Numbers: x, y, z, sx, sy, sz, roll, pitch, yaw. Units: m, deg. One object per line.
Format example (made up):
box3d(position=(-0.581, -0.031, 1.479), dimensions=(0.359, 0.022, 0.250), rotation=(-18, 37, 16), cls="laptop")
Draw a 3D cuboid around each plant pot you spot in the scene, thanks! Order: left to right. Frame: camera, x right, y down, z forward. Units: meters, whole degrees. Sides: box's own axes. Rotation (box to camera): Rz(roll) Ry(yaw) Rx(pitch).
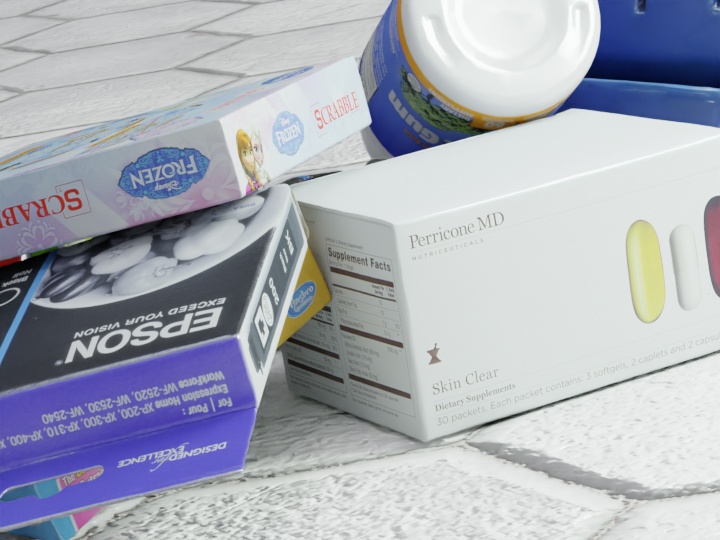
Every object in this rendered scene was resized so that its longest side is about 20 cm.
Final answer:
box3d(position=(0.234, -0.134, 1.672), dimensions=(0.199, 0.181, 0.200), rotation=(20, -6, -34), cls="plant pot")

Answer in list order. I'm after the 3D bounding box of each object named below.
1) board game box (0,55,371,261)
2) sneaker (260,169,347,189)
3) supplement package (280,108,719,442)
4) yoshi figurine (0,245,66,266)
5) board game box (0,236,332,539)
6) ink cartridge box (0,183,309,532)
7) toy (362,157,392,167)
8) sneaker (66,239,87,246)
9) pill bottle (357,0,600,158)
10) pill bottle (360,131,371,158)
box3d(position=(-0.118, -0.052, 1.463), dimensions=(0.198, 0.041, 0.200), rotation=(-14, 8, 22), cls="board game box")
box3d(position=(-0.071, -0.020, 1.716), dimensions=(0.199, 0.076, 0.077), rotation=(-16, 21, -35), cls="sneaker")
box3d(position=(0.074, -0.004, 1.468), dimensions=(0.199, 0.112, 0.156), rotation=(-16, 14, -25), cls="supplement package")
box3d(position=(-0.205, 0.046, 1.560), dimensions=(0.199, 0.112, 0.113), rotation=(-3, -39, -42), cls="yoshi figurine")
box3d(position=(-0.132, 0.050, 1.413), dimensions=(0.152, 0.040, 0.200), rotation=(3, 37, 46), cls="board game box")
box3d(position=(-0.131, 0.045, 1.320), dimensions=(0.197, 0.044, 0.200), rotation=(-15, 27, 16), cls="ink cartridge box")
box3d(position=(0.089, -0.027, 1.653), dimensions=(0.199, 0.048, 0.115), rotation=(0, -14, -15), cls="toy")
box3d(position=(-0.181, -0.027, 1.749), dimensions=(0.130, 0.080, 0.200), rotation=(0, 17, 36), cls="sneaker")
box3d(position=(0.058, -0.112, 1.637), dimensions=(0.111, 0.113, 0.200), rotation=(-13, -13, -14), cls="pill bottle")
box3d(position=(0.084, -0.091, 1.841), dimensions=(0.112, 0.113, 0.200), rotation=(-16, 14, -27), cls="pill bottle")
